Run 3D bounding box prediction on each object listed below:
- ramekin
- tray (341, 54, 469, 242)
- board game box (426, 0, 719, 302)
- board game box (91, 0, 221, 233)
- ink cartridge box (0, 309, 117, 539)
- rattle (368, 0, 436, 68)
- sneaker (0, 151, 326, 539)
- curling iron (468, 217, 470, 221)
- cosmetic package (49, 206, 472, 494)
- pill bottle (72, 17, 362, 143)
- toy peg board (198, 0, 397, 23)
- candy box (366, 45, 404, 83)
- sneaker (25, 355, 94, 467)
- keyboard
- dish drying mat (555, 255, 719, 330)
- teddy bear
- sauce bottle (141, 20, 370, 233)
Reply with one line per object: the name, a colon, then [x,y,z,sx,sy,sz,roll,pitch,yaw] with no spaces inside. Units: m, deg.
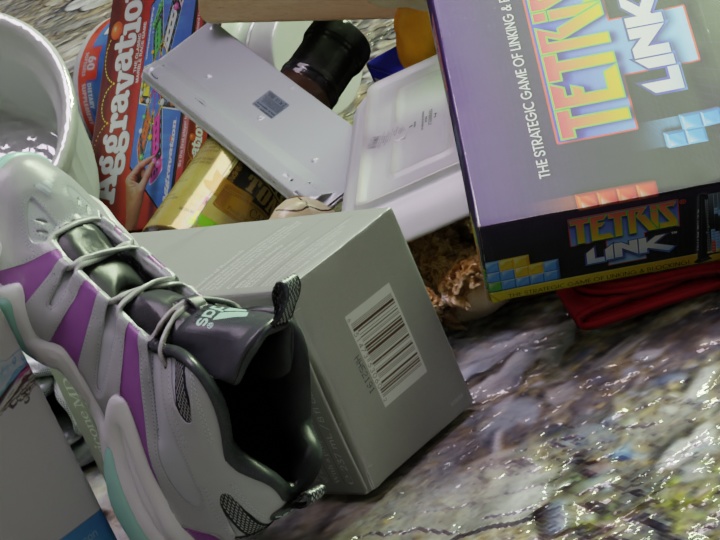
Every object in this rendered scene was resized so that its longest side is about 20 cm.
ramekin: [-0.262,-0.059,1.616,0.199,0.098,0.202,-7,58,11]
tray: [0.036,-0.070,1.291,0.107,0.022,0.200,-24,22,14]
board game box: [0.122,-0.090,1.189,0.164,0.057,0.201,-10,48,0]
board game box: [-0.134,-0.121,1.655,0.019,0.202,0.103,16,-15,-40]
ink cartridge box: [-0.224,0.088,1.105,0.146,0.201,0.146,-34,20,-28]
rattle: [0.102,-0.164,1.336,0.198,0.144,0.131,-12,32,10]
sneaker: [-0.076,0.019,1.068,0.078,0.201,0.140,-34,2,-43]
curling iron: [0.078,-0.034,1.328,0.050,0.026,0.200,-51,28,-15]
cosmetic package: [-0.055,0.039,1.178,0.199,0.107,0.090,-8,23,47]
pill bottle: [-0.095,-0.133,1.714,0.199,0.113,0.112,-7,24,47]
toy peg board: [0.011,-0.248,1.482,0.198,0.201,0.098,1,6,22]
candy box: [0.118,-0.119,1.446,0.168,0.077,0.200,-31,19,-11]
sneaker: [-0.177,0.057,1.338,0.199,0.076,0.115,-7,22,37]
keyboard: [-0.056,-0.088,1.427,0.056,0.011,0.200,-34,42,-15]
dish drying mat: [0.119,-0.028,1.232,0.076,0.018,0.200,-17,24,0]
teddy bear: [0.000,0.000,1.278,0.144,0.067,0.200,-24,17,-8]
sauce bottle: [-0.059,-0.065,1.457,0.064,0.065,0.201,-3,48,50]
